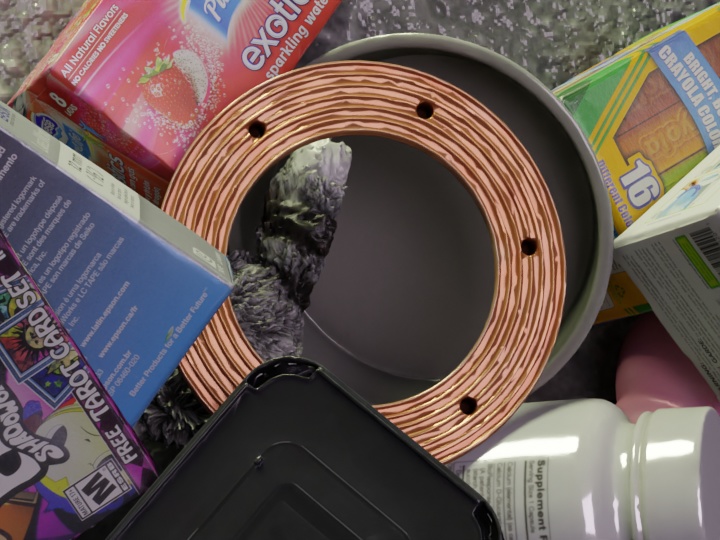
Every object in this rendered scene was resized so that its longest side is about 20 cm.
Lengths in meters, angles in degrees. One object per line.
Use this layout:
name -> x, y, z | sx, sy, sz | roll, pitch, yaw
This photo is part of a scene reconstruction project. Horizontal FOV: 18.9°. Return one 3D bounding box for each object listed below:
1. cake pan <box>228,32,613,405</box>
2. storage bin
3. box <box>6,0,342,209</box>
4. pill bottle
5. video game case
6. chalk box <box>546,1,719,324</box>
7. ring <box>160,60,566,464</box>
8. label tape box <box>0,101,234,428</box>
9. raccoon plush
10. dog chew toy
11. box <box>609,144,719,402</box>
cake pan -> 0.031, -0.023, 1.097 | 0.199, 0.037, 0.201 | 4, 105, 13
storage bin -> -0.042, 0.154, 0.929 | 0.135, 0.094, 0.200 | 38, 80, 16
box -> -0.078, -0.133, 1.096 | 0.100, 0.095, 0.200 | 39, 69, -12
pill bottle -> 0.079, 0.122, 1.058 | 0.199, 0.113, 0.114 | -6, 81, 19
video game case -> -0.209, 0.055, 0.894 | 0.181, 0.036, 0.200 | -32, 111, -5
chalk box -> 0.180, -0.070, 1.182 | 0.200, 0.124, 0.125 | -31, 95, -24
ring -> 0.000, 0.000, 1.028 | 0.200, 0.019, 0.201 | 2, 81, -10
label tape box -> -0.177, 0.002, 0.952 | 0.200, 0.066, 0.143 | 35, 98, -12
raccoon plush -> -0.098, 0.014, 1.061 | 0.134, 0.097, 0.201 | 17, 80, -15
dog chew toy -> 0.173, 0.104, 1.152 | 0.124, 0.124, 0.200 | 38, 71, -14
box -> 0.243, -0.035, 1.081 | 0.200, 0.101, 0.113 | -41, 99, -25
